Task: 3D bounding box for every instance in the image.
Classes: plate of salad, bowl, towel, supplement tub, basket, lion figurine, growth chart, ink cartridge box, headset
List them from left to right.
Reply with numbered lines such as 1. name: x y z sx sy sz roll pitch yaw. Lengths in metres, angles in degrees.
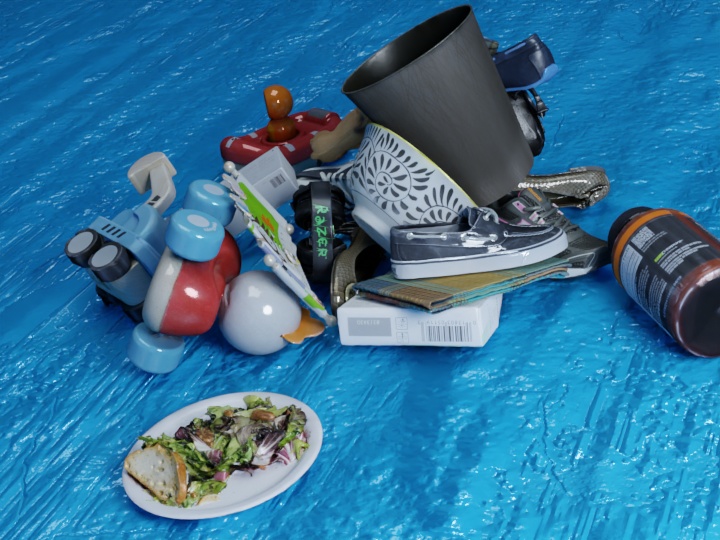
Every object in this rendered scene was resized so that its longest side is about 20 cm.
1. plate of salad: -0.137 0.169 1.150 0.200 0.048 0.200 -9 27 5
2. growth chart: -0.097 -0.034 1.329 0.018 0.145 0.200 -36 42 9
3. headset: -0.036 -0.048 1.458 0.094 0.124 0.200 -2 2 -5
4. lion figurine: -0.011 -0.191 1.574 0.200 0.072 0.122 -47 4 26
5. bowl: 0.052 -0.072 1.392 0.094 0.201 0.201 -49 36 -5
6. ink cartridge box: 0.081 0.038 1.338 0.161 0.050 0.200 -1 11 19
7. basket: 0.105 -0.180 1.390 0.180 0.200 0.136 -27 23 21
8. towel: 0.111 0.010 1.301 0.200 0.022 0.147 -15 15 -32
9. supplement tub: 0.330 0.001 1.226 0.107 0.107 0.200 -15 28 -7

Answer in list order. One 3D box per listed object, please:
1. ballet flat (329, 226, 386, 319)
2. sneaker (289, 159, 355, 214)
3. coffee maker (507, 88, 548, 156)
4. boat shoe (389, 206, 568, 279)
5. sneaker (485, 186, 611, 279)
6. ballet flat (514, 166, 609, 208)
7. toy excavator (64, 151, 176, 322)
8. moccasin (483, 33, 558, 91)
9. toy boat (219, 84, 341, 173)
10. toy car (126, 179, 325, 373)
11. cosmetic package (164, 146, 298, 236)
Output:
1. ballet flat: 0.000 0.000 1.406 0.046 0.067 0.200 4 25 11
2. sneaker: -0.030 -0.103 1.570 0.130 0.080 0.199 -21 16 -3
3. coffee maker: 0.126 -0.172 1.545 0.200 0.192 0.135 -26 69 -5
4. boat shoe: 0.130 -0.038 1.301 0.200 0.068 0.072 -7 13 -4
5. sneaker: 0.207 -0.052 1.385 0.080 0.086 0.200 -24 30 -36
6. ballet flat: 0.216 -0.093 1.494 0.200 0.067 0.046 -7 69 4
7. toy excavator: -0.277 -0.055 1.505 0.200 0.100 0.194 -45 41 -19
8. moccasin: 0.164 -0.262 1.481 0.200 0.068 0.080 -3 28 46
9. toy boat: -0.122 -0.216 1.780 0.200 0.131 0.130 -29 32 -31
10. toy car: -0.135 0.030 1.334 0.200 0.184 0.177 21 24 -5
11. cosmetic package: -0.177 -0.080 1.562 0.200 0.051 0.083 -32 28 8
